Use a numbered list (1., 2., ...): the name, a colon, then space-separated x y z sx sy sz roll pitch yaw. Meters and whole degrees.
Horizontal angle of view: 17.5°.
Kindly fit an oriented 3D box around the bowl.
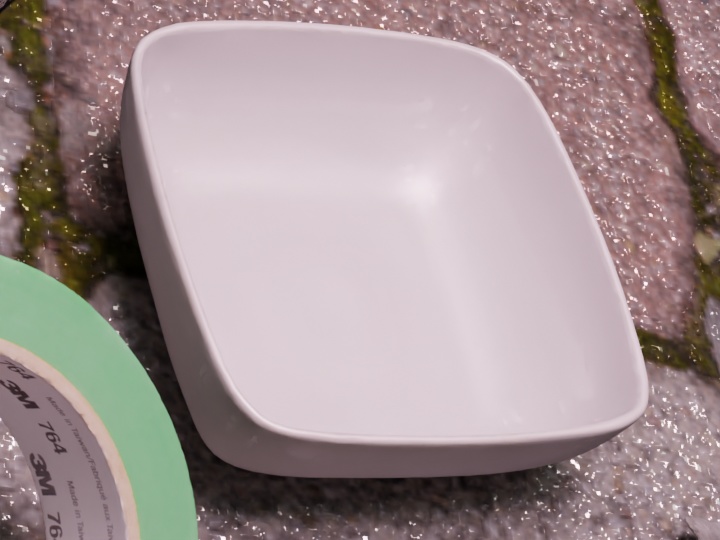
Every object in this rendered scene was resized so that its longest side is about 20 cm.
1. bowl: 0.000 0.000 0.929 0.199 0.075 0.201 0 56 -30

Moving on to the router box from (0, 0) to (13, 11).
1. router box: -0.224 -0.133 0.907 0.150 0.062 0.200 39 45 0

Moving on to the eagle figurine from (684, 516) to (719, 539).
1. eagle figurine: 0.135 0.151 0.878 0.151 0.151 0.200 24 67 46

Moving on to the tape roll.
1. tape roll: -0.140 0.094 0.721 0.200 0.048 0.202 4 85 -45
